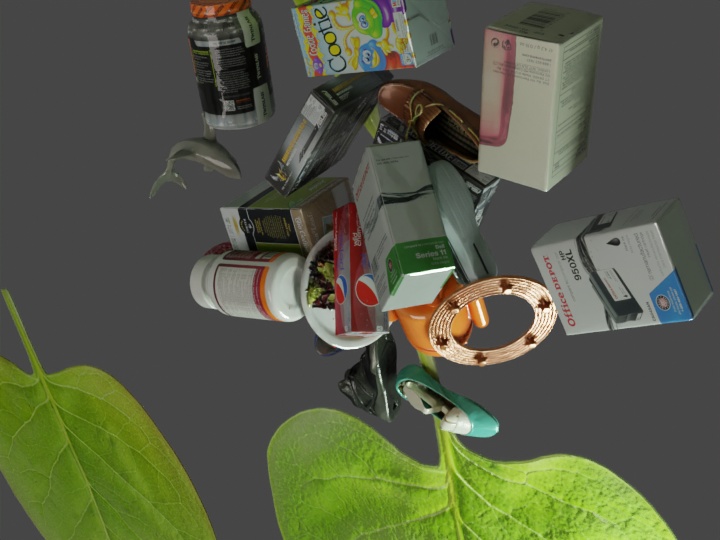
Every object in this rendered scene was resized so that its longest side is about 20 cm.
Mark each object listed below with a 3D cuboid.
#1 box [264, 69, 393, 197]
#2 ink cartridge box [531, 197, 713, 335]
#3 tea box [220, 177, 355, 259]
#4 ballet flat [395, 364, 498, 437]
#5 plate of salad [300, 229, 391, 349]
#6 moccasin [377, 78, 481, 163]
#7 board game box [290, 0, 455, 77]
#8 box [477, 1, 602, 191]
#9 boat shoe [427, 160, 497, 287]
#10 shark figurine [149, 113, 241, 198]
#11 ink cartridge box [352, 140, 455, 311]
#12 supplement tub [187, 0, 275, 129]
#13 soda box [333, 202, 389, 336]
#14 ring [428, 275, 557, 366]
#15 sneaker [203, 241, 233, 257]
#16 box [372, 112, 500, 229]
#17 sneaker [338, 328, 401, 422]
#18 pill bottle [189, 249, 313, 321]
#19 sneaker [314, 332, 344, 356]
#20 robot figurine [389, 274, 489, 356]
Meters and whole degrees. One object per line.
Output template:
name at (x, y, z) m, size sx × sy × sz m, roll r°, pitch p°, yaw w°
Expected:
box at (-0.049, -0.218, 1.504) m, size 0.048 × 0.158 × 0.200 m, roll 44°, pitch 137°, yaw 7°
ink cartridge box at (0.354, -0.001, 1.350) m, size 0.199 × 0.084 × 0.145 m, roll -12°, pitch 107°, yaw 45°
tea box at (-0.105, -0.042, 1.684) m, size 0.196 × 0.133 × 0.201 m, roll 5°, pitch 120°, yaw 39°
ballet flat at (0.140, 0.238, 1.700) m, size 0.199 × 0.070 × 0.068 m, roll 33°, pitch 133°, yaw 20°
plate of salad at (-0.007, 0.027, 1.597) m, size 0.048 × 0.199 × 0.201 m, roll 6°, pitch 121°, yaw 56°
moccasin at (0.106, -0.214, 1.431) m, size 0.201 × 0.078 × 0.074 m, roll 37°, pitch 135°, yaw 16°
board game box at (0.016, -0.345, 1.404) m, size 0.199 × 0.105 × 0.104 m, roll 3°, pitch 118°, yaw 38°
box at (0.230, -0.227, 1.279) m, size 0.108 × 0.128 × 0.201 m, roll 21°, pitch 128°, yaw 30°
boat shoe at (0.130, -0.061, 1.440) m, size 0.071 × 0.072 × 0.201 m, roll -8°, pitch 109°, yaw 47°
shark figurine at (-0.324, -0.204, 1.806) m, size 0.213 × 0.089 × 0.129 m, roll -7°, pitch 110°, yaw 41°
ink cartridge box at (0.057, -0.063, 1.405) m, size 0.147 × 0.082 × 0.202 m, roll 114°, pitch 144°, yaw -66°
supplement tub at (-0.209, -0.338, 1.590) m, size 0.122 × 0.122 × 0.201 m, roll 15°, pitch 126°, yaw 34°
soda box at (0.000, 0.000, 1.529) m, size 0.063 × 0.069 × 0.202 m, roll 160°, pitch 111°, yaw -64°
ring at (0.200, 0.082, 1.486) m, size 0.199 × 0.019 × 0.201 m, roll -6°, pitch 138°, yaw -5°
sneaker at (-0.218, 0.017, 1.862) m, size 0.199 × 0.081 × 0.075 m, roll 33°, pitch 146°, yaw 26°
box at (0.099, -0.126, 1.514) m, size 0.199 × 0.050 × 0.158 m, roll 35°, pitch 135°, yaw 19°
sneaker at (0.009, 0.175, 1.769) m, size 0.113 × 0.076 × 0.201 m, roll 14°, pitch 130°, yaw 27°
pill bottle at (-0.179, 0.023, 1.611) m, size 0.199 × 0.109 × 0.110 m, roll 3°, pitch 119°, yaw 40°
sneaker at (-0.036, 0.097, 1.755) m, size 0.075 × 0.078 × 0.200 m, roll 47°, pitch 137°, yaw 7°
robot figurine at (0.115, 0.060, 1.549) m, size 0.117 × 0.143 × 0.200 m, roll 59°, pitch 176°, yaw 36°
